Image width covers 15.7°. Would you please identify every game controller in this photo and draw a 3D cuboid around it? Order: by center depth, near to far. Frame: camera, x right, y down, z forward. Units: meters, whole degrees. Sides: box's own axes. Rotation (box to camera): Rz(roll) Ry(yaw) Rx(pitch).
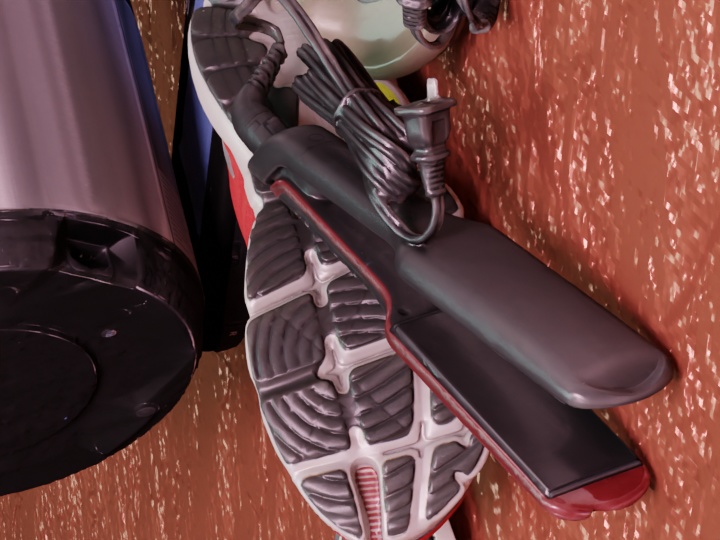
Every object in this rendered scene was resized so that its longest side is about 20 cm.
[{"bbox_3d":[-0.048,-0.071,0.926,0.105,0.042,0.201,-118,30,-47],"label":"game controller"}]

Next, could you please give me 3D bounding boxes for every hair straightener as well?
[{"bbox_3d":[0.018,-0.023,0.704,0.200,0.041,0.077,51,142,42],"label":"hair straightener"}]

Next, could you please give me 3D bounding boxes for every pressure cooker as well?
[{"bbox_3d":[-0.152,-0.037,0.920,0.176,0.177,0.201,-49,47,45],"label":"pressure cooker"}]

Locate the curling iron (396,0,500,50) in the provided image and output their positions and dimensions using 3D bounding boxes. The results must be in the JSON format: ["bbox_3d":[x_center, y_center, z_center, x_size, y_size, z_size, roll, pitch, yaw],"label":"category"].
[{"bbox_3d":[0.029,-0.158,0.695,0.050,0.025,0.202,-34,-51,-69],"label":"curling iron"}]

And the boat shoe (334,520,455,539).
[{"bbox_3d":[-0.004,0.154,0.831,0.073,0.061,0.202,-130,38,-58],"label":"boat shoe"}]

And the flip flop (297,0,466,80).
[{"bbox_3d":[-0.026,-0.147,0.732,0.081,0.057,0.201,-8,104,40],"label":"flip flop"}]

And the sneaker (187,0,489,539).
[{"bbox_3d":[0.000,0.000,0.795,0.085,0.076,0.201,79,179,-58],"label":"sneaker"}]
